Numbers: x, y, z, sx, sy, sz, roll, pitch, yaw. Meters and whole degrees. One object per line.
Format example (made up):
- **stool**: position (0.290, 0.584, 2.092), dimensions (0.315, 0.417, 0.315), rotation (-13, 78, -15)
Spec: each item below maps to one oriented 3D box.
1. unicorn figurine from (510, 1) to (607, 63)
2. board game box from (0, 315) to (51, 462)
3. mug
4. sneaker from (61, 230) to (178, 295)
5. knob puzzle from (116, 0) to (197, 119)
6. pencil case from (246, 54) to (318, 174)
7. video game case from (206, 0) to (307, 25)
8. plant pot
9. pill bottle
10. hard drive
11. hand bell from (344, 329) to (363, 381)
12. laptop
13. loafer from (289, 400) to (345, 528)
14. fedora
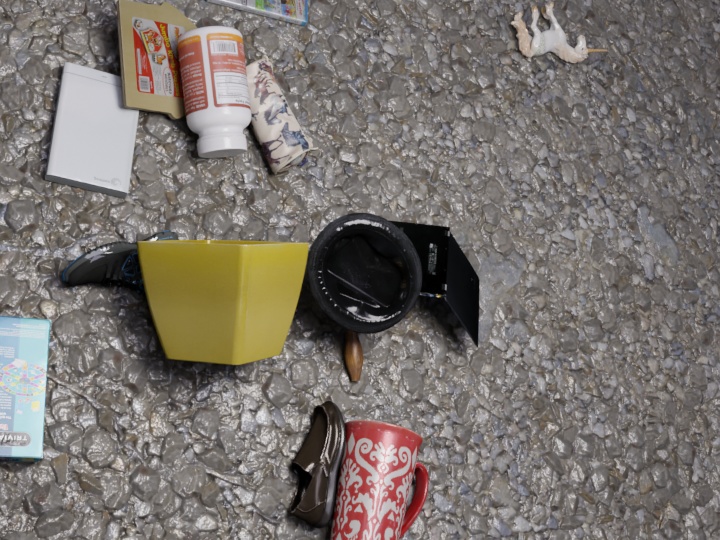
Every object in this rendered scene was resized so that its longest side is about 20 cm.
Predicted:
- **unicorn figurine**: position (0.410, -0.503, 2.137), dimensions (0.197, 0.074, 0.140), rotation (-20, 92, -17)
- **board game box**: position (-0.527, 0.167, 1.419), dimensions (0.149, 0.047, 0.204), rotation (7, 70, -26)
- **mug**: position (0.039, 0.363, 1.601), dimensions (0.175, 0.133, 0.203), rotation (17, 67, -12)
- **sneaker**: position (-0.363, -0.002, 1.548), dimensions (0.198, 0.073, 0.083), rotation (-17, 83, -30)
- **knob puzzle**: position (-0.328, -0.354, 1.695), dimensions (0.218, 0.030, 0.224), rotation (11, 75, -45)
- **pencil case**: position (-0.154, -0.275, 1.746), dimensions (0.088, 0.078, 0.202), rotation (-26, 86, -12)
- **video game case**: position (-0.191, -0.544, 1.854), dimensions (0.197, 0.018, 0.146), rotation (8, 69, -26)
- **plant pot**: position (-0.208, 0.045, 1.522), dimensions (0.199, 0.197, 0.180), rotation (-4, 95, -65)
- **pill bottle**: position (-0.243, -0.297, 1.674), dimensions (0.111, 0.112, 0.204), rotation (-5, 88, -29)
- **hard drive**: position (-0.431, -0.228, 1.615), dimensions (0.130, 0.027, 0.204), rotation (12, 68, -25)
- **hand bell**: position (-0.016, 0.087, 1.708), dimensions (0.103, 0.104, 0.204), rotation (-3, 86, -28)
- **laptop**: position (0.125, 0.021, 1.795), dimensions (0.196, 0.117, 0.189), rotation (7, 41, 2)
- **loafer**: position (-0.073, 0.306, 1.597), dimensions (0.070, 0.073, 0.203), rotation (15, 67, -24)
- **fedora**: position (0.000, 0.000, 1.620), dimensions (0.197, 0.092, 0.205), rotation (-2, 100, -13)
